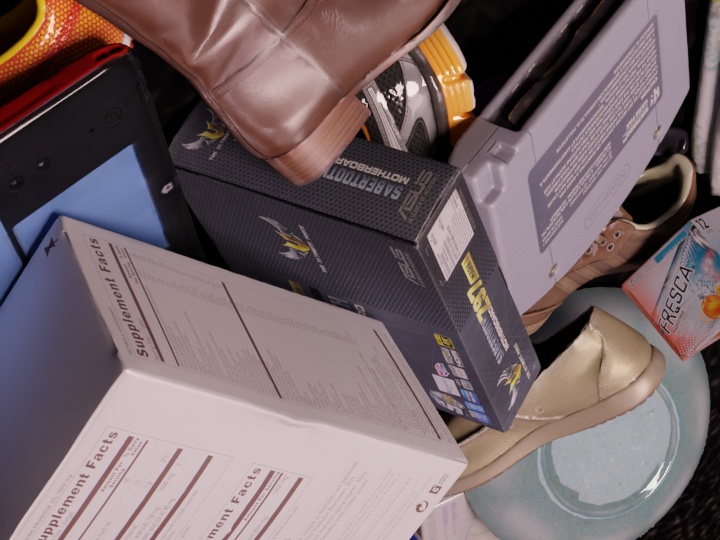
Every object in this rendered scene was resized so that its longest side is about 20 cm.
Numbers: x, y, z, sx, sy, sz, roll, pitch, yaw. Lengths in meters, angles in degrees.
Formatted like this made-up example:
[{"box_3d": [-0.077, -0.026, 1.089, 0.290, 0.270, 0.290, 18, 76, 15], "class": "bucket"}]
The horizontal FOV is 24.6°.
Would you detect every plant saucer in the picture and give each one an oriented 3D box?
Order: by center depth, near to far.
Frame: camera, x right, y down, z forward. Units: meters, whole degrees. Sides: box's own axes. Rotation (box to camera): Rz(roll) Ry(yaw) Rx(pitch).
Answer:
[{"box_3d": [0.165, 0.113, 1.145, 0.199, 0.039, 0.203, -5, 105, -20], "class": "plant saucer"}]

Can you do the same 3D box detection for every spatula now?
[{"box_3d": [0.136, -0.083, 0.998, 0.199, 0.020, 0.057, -1, 112, -43], "class": "spatula"}]

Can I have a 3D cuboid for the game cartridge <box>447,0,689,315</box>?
[{"box_3d": [0.120, -0.075, 0.920, 0.200, 0.041, 0.134, -50, 150, -26], "class": "game cartridge"}]

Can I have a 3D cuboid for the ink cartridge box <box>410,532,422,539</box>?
[{"box_3d": [-0.051, 0.114, 0.941, 0.199, 0.076, 0.137, 31, 117, -4], "class": "ink cartridge box"}]

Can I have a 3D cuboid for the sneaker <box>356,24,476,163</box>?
[{"box_3d": [0.020, -0.049, 0.915, 0.077, 0.078, 0.201, -19, 132, -12], "class": "sneaker"}]

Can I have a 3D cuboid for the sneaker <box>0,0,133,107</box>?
[{"box_3d": [-0.194, -0.063, 0.753, 0.200, 0.073, 0.077, -45, 123, 5], "class": "sneaker"}]

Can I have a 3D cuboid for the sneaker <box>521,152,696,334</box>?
[{"box_3d": [0.124, -0.022, 1.020, 0.199, 0.071, 0.076, -26, 152, -29], "class": "sneaker"}]

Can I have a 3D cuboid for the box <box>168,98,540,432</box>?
[{"box_3d": [0.000, 0.000, 0.882, 0.051, 0.157, 0.200, -58, 149, -21], "class": "box"}]

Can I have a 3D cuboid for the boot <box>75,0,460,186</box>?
[{"box_3d": [-0.046, -0.165, 0.746, 0.200, 0.064, 0.187, 40, 72, -33], "class": "boot"}]

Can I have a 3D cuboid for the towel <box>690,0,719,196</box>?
[{"box_3d": [0.288, -0.148, 1.018, 0.170, 0.048, 0.201, -23, 139, -18], "class": "towel"}]

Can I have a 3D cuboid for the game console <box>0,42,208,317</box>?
[{"box_3d": [-0.157, 0.002, 0.764, 0.176, 0.031, 0.200, -33, 152, -13], "class": "game console"}]

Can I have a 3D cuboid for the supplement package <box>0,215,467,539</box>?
[{"box_3d": [-0.071, 0.073, 0.774, 0.199, 0.114, 0.110, 20, 116, -38], "class": "supplement package"}]

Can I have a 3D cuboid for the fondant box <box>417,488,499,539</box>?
[{"box_3d": [0.122, 0.157, 1.226, 0.199, 0.058, 0.145, -25, 141, -14], "class": "fondant box"}]

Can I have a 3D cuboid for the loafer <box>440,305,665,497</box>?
[{"box_3d": [0.096, 0.080, 1.059, 0.199, 0.076, 0.069, -29, 102, 20], "class": "loafer"}]

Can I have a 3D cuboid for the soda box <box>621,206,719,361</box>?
[{"box_3d": [0.250, -0.007, 1.074, 0.068, 0.064, 0.200, -47, 165, 33], "class": "soda box"}]
